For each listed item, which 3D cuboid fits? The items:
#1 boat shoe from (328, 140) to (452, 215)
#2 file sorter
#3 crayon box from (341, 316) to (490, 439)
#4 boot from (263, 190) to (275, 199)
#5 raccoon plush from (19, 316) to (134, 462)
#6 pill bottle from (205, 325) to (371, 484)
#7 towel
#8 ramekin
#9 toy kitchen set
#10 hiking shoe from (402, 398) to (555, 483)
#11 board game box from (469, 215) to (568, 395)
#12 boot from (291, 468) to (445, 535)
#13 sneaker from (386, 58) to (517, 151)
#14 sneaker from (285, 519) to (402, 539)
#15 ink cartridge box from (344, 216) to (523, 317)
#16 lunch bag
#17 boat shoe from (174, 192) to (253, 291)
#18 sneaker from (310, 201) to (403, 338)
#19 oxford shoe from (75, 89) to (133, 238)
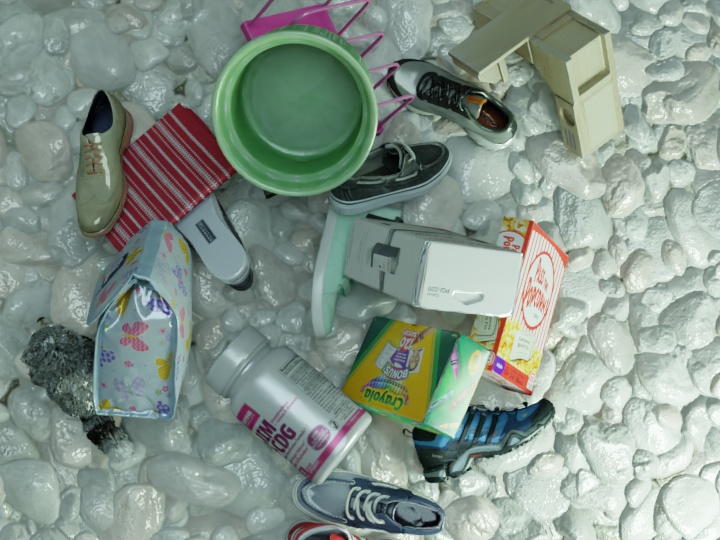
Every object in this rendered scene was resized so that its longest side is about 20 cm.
[{"bbox_3d":[0.047,-0.135,1.660,0.199,0.071,0.072,-28,57,-31],"label":"boat shoe"},{"bbox_3d":[-0.038,-0.277,1.649,0.138,0.125,0.201,-21,83,-35],"label":"file sorter"},{"bbox_3d":[0.066,0.133,1.588,0.058,0.199,0.120,30,78,-30],"label":"crayon box"},{"bbox_3d":[-0.102,-0.193,1.609,0.131,0.200,0.068,48,46,12],"label":"boot"},{"bbox_3d":[-0.345,0.145,1.573,0.200,0.134,0.097,44,79,2],"label":"raccoon plush"},{"bbox_3d":[-0.095,0.170,1.604,0.200,0.113,0.114,39,80,7],"label":"pill bottle"},{"bbox_3d":[-0.267,-0.118,1.648,0.200,0.023,0.145,-41,62,-8],"label":"towel"},{"bbox_3d":[-0.075,-0.200,1.509,0.198,0.098,0.202,2,113,4],"label":"ramekin"},{"bbox_3d":[0.228,-0.260,1.727,0.163,0.181,0.200,-35,47,-13],"label":"toy kitchen set"},{"bbox_3d":[0.162,0.206,1.649,0.199,0.074,0.087,-25,86,-9],"label":"hiking shoe"},{"bbox_3d":[0.206,0.049,1.640,0.046,0.151,0.202,11,79,30],"label":"board game box"},{"bbox_3d":[0.012,0.299,1.611,0.198,0.090,0.073,9,81,-5],"label":"boot"},{"bbox_3d":[0.129,-0.237,1.709,0.199,0.079,0.074,27,82,0],"label":"sneaker"},{"bbox_3d":[0.003,0.367,1.589,0.198,0.112,0.072,15,81,-4],"label":"sneaker"},{"bbox_3d":[0.088,-0.006,1.560,0.145,0.200,0.086,6,99,-27],"label":"ink cartridge box"},{"bbox_3d":[-0.269,0.054,1.541,0.126,0.170,0.201,7,118,-6],"label":"lunch bag"},{"bbox_3d":[-0.200,-0.056,1.655,0.072,0.068,0.200,-36,65,-3],"label":"boat shoe"},{"bbox_3d":[0.000,0.000,1.660,0.117,0.074,0.202,11,78,2],"label":"sneaker"},{"bbox_3d":[-0.344,-0.140,1.623,0.070,0.074,0.202,-6,64,10],"label":"oxford shoe"}]
